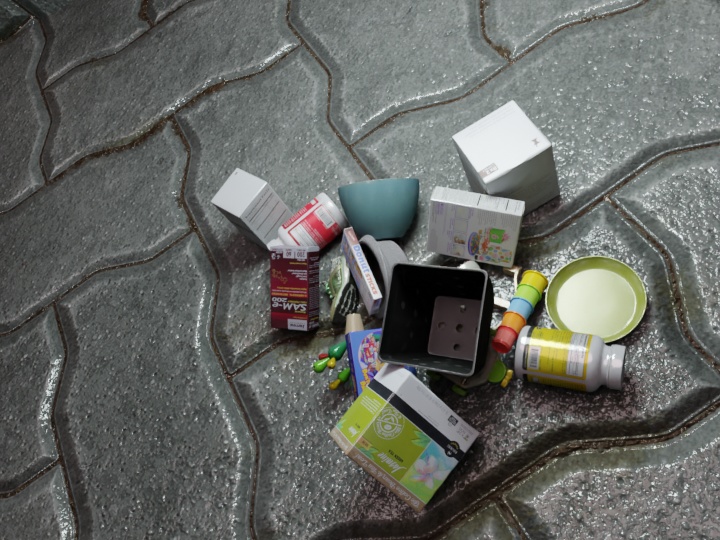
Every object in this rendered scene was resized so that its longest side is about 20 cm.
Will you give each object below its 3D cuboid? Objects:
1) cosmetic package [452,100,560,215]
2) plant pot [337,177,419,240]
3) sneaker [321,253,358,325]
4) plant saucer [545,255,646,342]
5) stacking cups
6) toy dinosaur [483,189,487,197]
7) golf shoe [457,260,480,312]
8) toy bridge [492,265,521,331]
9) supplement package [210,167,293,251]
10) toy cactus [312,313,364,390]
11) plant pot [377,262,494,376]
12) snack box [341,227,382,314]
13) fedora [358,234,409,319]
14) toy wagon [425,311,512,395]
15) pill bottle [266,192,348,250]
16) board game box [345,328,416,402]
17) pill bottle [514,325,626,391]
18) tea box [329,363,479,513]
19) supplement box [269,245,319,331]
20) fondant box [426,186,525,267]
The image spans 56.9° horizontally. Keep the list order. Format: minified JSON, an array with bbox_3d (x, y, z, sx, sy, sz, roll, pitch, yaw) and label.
[{"bbox_3d":[0.336,-0.240,1.523,0.165,0.200,0.165,-31,56,4],"label":"cosmetic package"},{"bbox_3d":[0.051,-0.143,1.616,0.199,0.200,0.135,-6,91,20],"label":"plant pot"},{"bbox_3d":[-0.054,0.045,1.620,0.088,0.077,0.201,-9,54,33],"label":"sneaker"},{"bbox_3d":[0.493,0.064,1.395,0.199,0.031,0.201,-10,60,17],"label":"plant saucer"},{"bbox_3d":[0.335,0.091,1.399,0.060,0.061,0.200,15,55,29],"label":"stacking cups"},{"bbox_3d":[0.262,-0.108,1.533,0.200,0.106,0.061,-45,67,39],"label":"toy dinosaur"},{"bbox_3d":[0.206,0.066,1.489,0.200,0.075,0.092,-41,59,-1],"label":"golf shoe"},{"bbox_3d":[0.313,0.075,1.465,0.067,0.027,0.200,21,73,30],"label":"toy bridge"},{"bbox_3d":[-0.270,-0.151,1.728,0.117,0.200,0.117,28,76,33],"label":"supplement package"},{"bbox_3d":[-0.006,0.182,1.490,0.199,0.102,0.166,-5,79,5],"label":"toy cactus"},{"bbox_3d":[0.173,0.107,1.340,0.199,0.177,0.201,5,80,29],"label":"plant pot"},{"bbox_3d":[0.000,0.000,1.541,0.024,0.072,0.200,-14,61,-16],"label":"snack box"},{"bbox_3d":[0.061,0.007,1.551,0.090,0.177,0.200,-12,53,-19],"label":"fedora"},{"bbox_3d":[0.235,0.187,1.414,0.200,0.040,0.156,28,93,29],"label":"toy wagon"},{"bbox_3d":[-0.137,-0.096,1.696,0.200,0.112,0.112,-39,56,-1],"label":"pill bottle"},{"bbox_3d":[0.050,0.225,1.412,0.134,0.045,0.201,-5,77,-15],"label":"board game box"},{"bbox_3d":[0.416,0.177,1.316,0.199,0.112,0.113,7,66,25],"label":"pill bottle"},{"bbox_3d":[0.084,0.321,1.304,0.197,0.200,0.134,-51,15,-7],"label":"tea box"},{"bbox_3d":[-0.159,0.041,1.607,0.108,0.061,0.201,2,96,24],"label":"supplement box"},{"bbox_3d":[0.252,-0.096,1.474,0.199,0.145,0.058,13,41,14],"label":"fondant box"}]
